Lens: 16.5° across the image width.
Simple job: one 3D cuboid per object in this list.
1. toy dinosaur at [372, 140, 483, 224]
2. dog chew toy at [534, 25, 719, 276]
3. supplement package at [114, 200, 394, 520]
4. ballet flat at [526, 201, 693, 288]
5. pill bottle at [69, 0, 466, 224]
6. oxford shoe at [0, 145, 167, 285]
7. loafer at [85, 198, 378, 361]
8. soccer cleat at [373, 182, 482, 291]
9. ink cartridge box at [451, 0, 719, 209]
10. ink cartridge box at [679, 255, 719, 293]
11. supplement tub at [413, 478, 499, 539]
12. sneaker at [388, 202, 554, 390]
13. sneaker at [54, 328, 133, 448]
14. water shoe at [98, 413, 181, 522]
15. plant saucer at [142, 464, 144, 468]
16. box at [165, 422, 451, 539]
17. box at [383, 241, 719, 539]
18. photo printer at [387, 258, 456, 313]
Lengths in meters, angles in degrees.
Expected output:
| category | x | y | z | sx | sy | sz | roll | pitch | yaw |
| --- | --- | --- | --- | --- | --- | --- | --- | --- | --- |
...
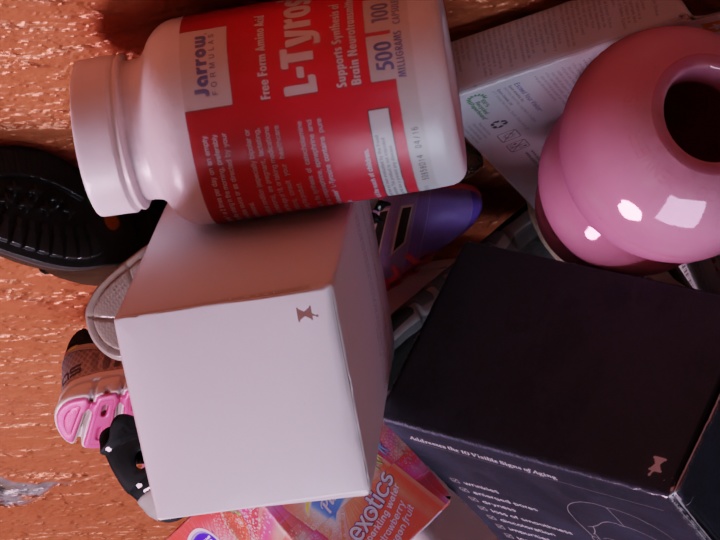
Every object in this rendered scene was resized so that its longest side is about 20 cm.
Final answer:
| category | x | y | z | sx | sy | sz | roll | pitch | yaw |
| --- | --- | --- | --- | --- | --- | --- | --- | --- | --- |
| toy dinosaur | -0.025 | -0.055 | 1.500 | 0.198 | 0.048 | 0.088 | -5 | 141 | 3 |
| dog chew toy | 0.153 | -0.054 | 1.355 | 0.123 | 0.126 | 0.200 | -1 | 166 | -15 |
| supplement package | -0.051 | 0.034 | 1.336 | 0.116 | 0.118 | 0.200 | -7 | -161 | 7 |
| ballet flat | 0.173 | 0.001 | 1.530 | 0.067 | 0.200 | 0.062 | -30 | 155 | -16 |
| pill bottle | -0.048 | -0.086 | 1.322 | 0.198 | 0.113 | 0.112 | -9 | 158 | 5 |
| oxford shoe | -0.184 | -0.022 | 1.496 | 0.199 | 0.073 | 0.084 | 14 | 152 | -41 |
| loafer | -0.071 | -0.014 | 1.469 | 0.199 | 0.072 | 0.063 | -32 | 170 | 13 |
| soccer cleat | 0.000 | 0.000 | 1.599 | 0.199 | 0.077 | 0.067 | -22 | 154 | 33 |
| ink cartridge box | 0.161 | -0.105 | 1.435 | 0.199 | 0.041 | 0.200 | -15 | 157 | 17 |
| ink cartridge box | 0.252 | 0.007 | 1.526 | 0.084 | 0.147 | 0.200 | -22 | 174 | 0 |
| supplement tub | 0.031 | 0.186 | 1.646 | 0.143 | 0.145 | 0.200 | 7 | 148 | -31 |
| sneaker | 0.087 | 0.046 | 1.572 | 0.200 | 0.116 | 0.075 | -39 | 179 | -28 |
| sneaker | -0.116 | 0.058 | 1.708 | 0.198 | 0.088 | 0.074 | -12 | 138 | -6 |
| water shoe | -0.070 | 0.062 | 1.485 | 0.200 | 0.079 | 0.071 | -42 | -179 | -30 |
| plant saucer | -0.050 | 0.100 | 1.648 | 0.199 | 0.051 | 0.201 | -13 | 157 | -6 |
| box | -0.043 | 0.159 | 1.490 | 0.102 | 0.095 | 0.200 | -38 | 176 | -31 |
| box | 0.153 | 0.098 | 1.399 | 0.199 | 0.125 | 0.197 | 13 | 159 | 38 |
| photo printer | 0.068 | 0.093 | 1.713 | 0.166 | 0.201 | 0.069 | -25 | -173 | 44 |
